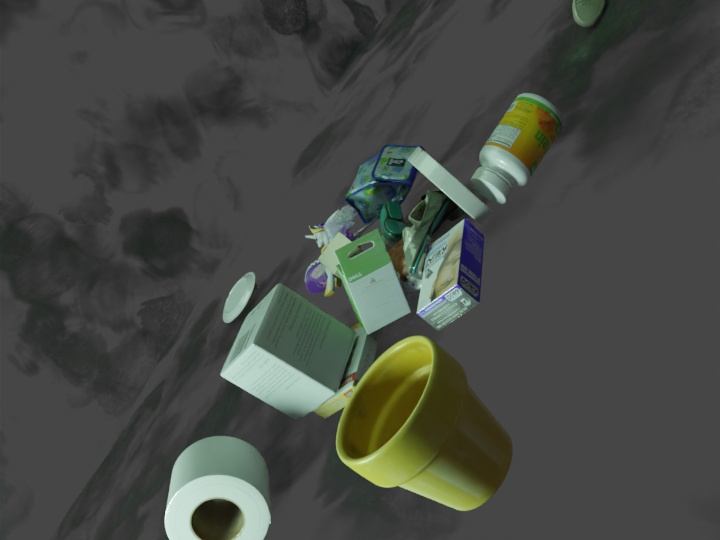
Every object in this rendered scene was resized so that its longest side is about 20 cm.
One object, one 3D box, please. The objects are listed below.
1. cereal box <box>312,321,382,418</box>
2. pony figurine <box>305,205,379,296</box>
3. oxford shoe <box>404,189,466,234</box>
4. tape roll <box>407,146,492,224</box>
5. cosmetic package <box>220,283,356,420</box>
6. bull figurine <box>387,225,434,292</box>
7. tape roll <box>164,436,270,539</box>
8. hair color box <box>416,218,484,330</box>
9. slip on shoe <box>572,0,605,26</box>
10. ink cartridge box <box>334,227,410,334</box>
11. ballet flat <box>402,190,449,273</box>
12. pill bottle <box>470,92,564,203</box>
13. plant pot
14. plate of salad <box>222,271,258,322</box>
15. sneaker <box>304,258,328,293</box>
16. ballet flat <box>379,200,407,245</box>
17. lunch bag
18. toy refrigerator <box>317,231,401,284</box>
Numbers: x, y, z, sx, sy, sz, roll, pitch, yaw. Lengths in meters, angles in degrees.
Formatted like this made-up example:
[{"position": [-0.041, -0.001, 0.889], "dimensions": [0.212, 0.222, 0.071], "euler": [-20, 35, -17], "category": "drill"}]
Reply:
[{"position": [-0.024, 0.198, 1.642], "dimensions": [0.144, 0.039, 0.201], "euler": [-39, 23, 40], "category": "cereal box"}, {"position": [-0.042, -0.062, 1.943], "dimensions": [0.192, 0.166, 0.202], "euler": [-31, 65, 25], "category": "pony figurine"}, {"position": [0.155, -0.134, 1.751], "dimensions": [0.200, 0.084, 0.073], "euler": [-37, 25, 42], "category": "oxford shoe"}, {"position": [0.178, -0.170, 1.571], "dimensions": [0.037, 0.202, 0.203], "euler": [-49, 19, 9], "category": "tape roll"}, {"position": [-0.147, 0.170, 1.614], "dimensions": [0.165, 0.199, 0.166], "euler": [-40, 22, 45], "category": "cosmetic package"}, {"position": [0.113, -0.026, 1.686], "dimensions": [0.121, 0.065, 0.200], "euler": [-46, 24, 2], "category": "bull figurine"}, {"position": [-0.278, 0.450, 1.544], "dimensions": [0.203, 0.202, 0.139], "euler": [-49, 18, 10], "category": "tape roll"}, {"position": [0.173, 0.005, 1.487], "dimensions": [0.109, 0.065, 0.201], "euler": [-39, 24, 34], "category": "hair color box"}, {"position": [0.519, -0.617, 1.801], "dimensions": [0.062, 0.073, 0.201], "euler": [96, -174, -51], "category": "slip on shoe"}, {"position": [0.018, 0.016, 1.582], "dimensions": [0.103, 0.202, 0.059], "euler": [-26, 25, -8], "category": "ink cartridge box"}, {"position": [0.119, -0.081, 1.603], "dimensions": [0.068, 0.063, 0.201], "euler": [100, -163, -60], "category": "ballet flat"}, {"position": [0.302, -0.235, 1.535], "dimensions": [0.201, 0.111, 0.111], "euler": [-56, 19, -8], "category": "pill bottle"}, {"position": [0.099, 0.222, 1.071], "dimensions": [0.201, 0.188, 0.201], "euler": [-45, 20, 22], "category": "plant pot"}, {"position": [-0.421, 0.098, 2.764], "dimensions": [0.200, 0.048, 0.201], "euler": [-41, 32, 32], "category": "plate of salad"}, {"position": [-0.080, 0.010, 2.071], "dimensions": [0.200, 0.080, 0.089], "euler": [-38, 31, 35], "category": "sneaker"}, {"position": [0.079, -0.101, 1.924], "dimensions": [0.201, 0.067, 0.071], "euler": [-92, 19, -63], "category": "ballet flat"}, {"position": [0.075, -0.241, 2.091], "dimensions": [0.199, 0.128, 0.171], "euler": [-21, 31, 35], "category": "lunch bag"}, {"position": [0.000, 0.000, 1.683], "dimensions": [0.076, 0.200, 0.070], "euler": [-52, 49, 2], "category": "toy refrigerator"}]
